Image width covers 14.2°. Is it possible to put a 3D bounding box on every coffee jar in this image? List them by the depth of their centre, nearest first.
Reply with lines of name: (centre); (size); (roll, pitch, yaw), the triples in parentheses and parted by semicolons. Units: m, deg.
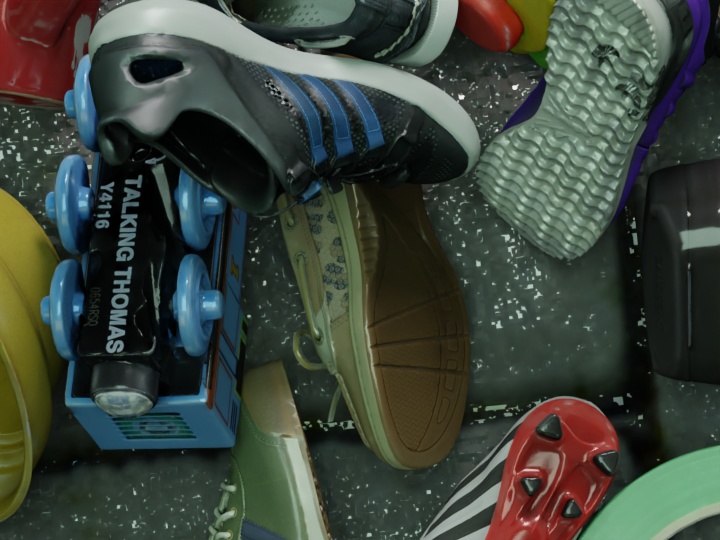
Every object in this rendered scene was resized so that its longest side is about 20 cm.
coffee jar: (0.230, -0.001, 1.336); (0.200, 0.085, 0.104); (-1, 112, 5)

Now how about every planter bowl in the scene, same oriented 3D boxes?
planter bowl: (-0.195, 0.015, 1.360); (0.083, 0.200, 0.200); (-35, 81, -35)

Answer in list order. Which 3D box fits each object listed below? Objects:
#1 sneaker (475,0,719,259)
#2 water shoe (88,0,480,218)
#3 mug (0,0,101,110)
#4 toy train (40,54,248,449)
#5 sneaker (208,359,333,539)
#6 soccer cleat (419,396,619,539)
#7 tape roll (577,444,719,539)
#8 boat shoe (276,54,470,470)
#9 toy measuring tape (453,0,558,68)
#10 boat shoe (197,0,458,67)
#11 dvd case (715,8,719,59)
sneaker: (0.122, -0.085, 1.329); (0.070, 0.200, 0.100); (40, 56, 10)
water shoe: (-0.035, -0.055, 1.281); (0.200, 0.071, 0.079); (17, 61, -30)
mug: (-0.170, -0.182, 1.358); (0.133, 0.178, 0.200); (9, 90, -10)
toy train: (-0.094, -0.016, 1.341); (0.087, 0.114, 0.200); (-2, 64, 10)
sneaker: (-0.053, 0.149, 1.361); (0.090, 0.067, 0.200); (-14, 86, -1)
soccer cleat: (0.051, 0.145, 1.340); (0.069, 0.085, 0.200); (34, 82, -4)
tape roll: (0.185, 0.180, 1.347); (0.200, 0.048, 0.201); (-1, 84, 6)
boat shoe: (0.000, 0.000, 1.379); (0.063, 0.073, 0.200); (-20, 75, 41)
toy measuring tape: (0.070, -0.149, 1.288); (0.073, 0.200, 0.074); (0, 71, 0)
boat shoe: (-0.041, -0.142, 1.345); (0.200, 0.060, 0.076); (14, 94, 45)
dvd case: (0.252, -0.113, 1.320); (0.143, 0.018, 0.200); (-42, 57, -5)
